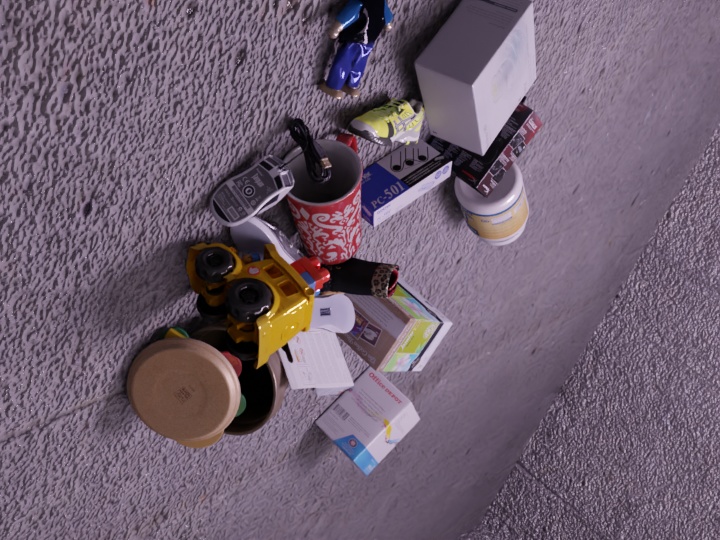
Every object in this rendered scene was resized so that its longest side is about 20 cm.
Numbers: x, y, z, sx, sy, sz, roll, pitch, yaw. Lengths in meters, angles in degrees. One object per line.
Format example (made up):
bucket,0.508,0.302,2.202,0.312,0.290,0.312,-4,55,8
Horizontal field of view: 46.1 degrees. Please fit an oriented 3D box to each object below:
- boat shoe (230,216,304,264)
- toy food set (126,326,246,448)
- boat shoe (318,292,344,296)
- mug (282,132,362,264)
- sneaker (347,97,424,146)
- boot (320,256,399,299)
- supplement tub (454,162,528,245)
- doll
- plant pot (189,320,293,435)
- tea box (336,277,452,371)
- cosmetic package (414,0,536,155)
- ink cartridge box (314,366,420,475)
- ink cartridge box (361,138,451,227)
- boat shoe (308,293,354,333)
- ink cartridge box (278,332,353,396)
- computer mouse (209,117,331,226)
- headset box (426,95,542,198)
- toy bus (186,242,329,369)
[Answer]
boat shoe,-0.148,-0.046,1.431,0.200,0.070,0.067,46,40,-42
toy food set,-0.291,0.199,1.423,0.198,0.200,0.049,-52,-171,17
boat shoe,-0.103,0.049,1.606,0.069,0.071,0.200,-52,151,18
mug,-0.041,-0.119,1.437,0.177,0.133,0.200,-38,153,-18
sneaker,0.044,-0.261,1.459,0.200,0.075,0.077,-21,133,-59
boot,0.000,0.002,1.558,0.204,0.153,0.074,-46,141,-67
supplement tub,0.292,-0.151,1.859,0.145,0.145,0.200,-46,152,-7
doll,-0.005,-0.360,1.280,0.136,0.048,0.201,-18,139,-47
plant pot,-0.199,0.169,1.518,0.201,0.200,0.173,-63,167,23
tea box,0.046,0.096,1.742,0.134,0.200,0.196,-57,152,15
cosmetic package,0.208,-0.349,1.487,0.200,0.123,0.200,-54,154,-15
ink cartridge box,0.021,0.371,2.094,0.200,0.147,0.146,-44,151,-10
ink cartridge box,0.066,-0.166,1.568,0.200,0.094,0.044,-35,149,-26
boat shoe,-0.079,0.075,1.514,0.200,0.065,0.074,16,72,-60
ink cartridge box,-0.104,0.147,1.528,0.050,0.163,0.200,-30,160,28
computer mouse,-0.145,-0.140,1.316,0.200,0.110,0.044,-35,173,-4
headset box,0.241,-0.268,1.642,0.200,0.149,0.077,-54,152,5
toy bus,-0.155,0.023,1.352,0.192,0.200,0.136,-31,152,-28
